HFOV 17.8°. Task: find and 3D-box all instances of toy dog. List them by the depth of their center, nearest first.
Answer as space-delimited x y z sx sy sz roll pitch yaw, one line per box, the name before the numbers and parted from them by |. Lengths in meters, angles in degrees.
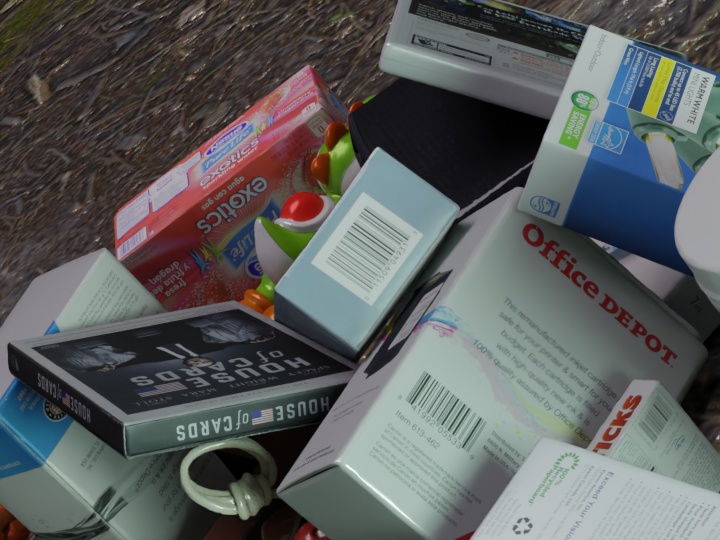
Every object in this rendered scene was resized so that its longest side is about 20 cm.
toy dog | -0.002 0.145 1.304 0.200 0.096 0.132 -17 61 -15

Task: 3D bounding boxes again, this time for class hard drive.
hard drive | 0.068 -0.083 1.510 0.135 0.042 0.200 -36 34 0

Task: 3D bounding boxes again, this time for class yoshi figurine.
yoshi figurine | -0.003 -0.024 1.638 0.200 0.112 0.112 -62 -13 -10

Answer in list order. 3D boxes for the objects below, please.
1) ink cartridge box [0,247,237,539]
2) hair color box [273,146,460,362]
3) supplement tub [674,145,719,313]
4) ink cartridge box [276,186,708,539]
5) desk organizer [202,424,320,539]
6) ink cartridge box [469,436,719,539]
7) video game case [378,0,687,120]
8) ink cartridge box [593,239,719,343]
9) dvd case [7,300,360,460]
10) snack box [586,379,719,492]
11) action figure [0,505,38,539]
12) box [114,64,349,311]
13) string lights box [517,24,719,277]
ink cartridge box | -0.150 0.110 1.461 0.086 0.200 0.147 -18 33 45
hair color box | 0.000 0.000 1.342 0.099 0.061 0.200 -54 -3 -7
supplement tub | 0.245 0.023 1.018 0.132 0.200 0.132 -33 25 18
ink cartridge box | 0.074 0.080 1.233 0.200 0.146 0.083 -55 11 -29
desk organizer | -0.066 0.158 1.395 0.077 0.072 0.200 9 53 44
ink cartridge box | 0.112 0.181 1.035 0.200 0.041 0.200 16 58 43
video game case | 0.116 -0.133 1.482 0.182 0.200 0.023 -75 1 -68
ink cartridge box | 0.193 -0.040 1.397 0.176 0.045 0.200 -46 24 -9
dvd case | -0.100 0.059 1.313 0.150 0.025 0.200 -10 15 -25
snack box | 0.113 0.152 1.154 0.024 0.072 0.200 0 46 54
action figure | -0.275 0.210 1.608 0.193 0.105 0.200 -46 -1 1
box | -0.084 -0.051 1.765 0.200 0.095 0.103 -37 24 9
string lights box | 0.195 -0.047 1.226 0.059 0.200 0.103 106 -174 -47
